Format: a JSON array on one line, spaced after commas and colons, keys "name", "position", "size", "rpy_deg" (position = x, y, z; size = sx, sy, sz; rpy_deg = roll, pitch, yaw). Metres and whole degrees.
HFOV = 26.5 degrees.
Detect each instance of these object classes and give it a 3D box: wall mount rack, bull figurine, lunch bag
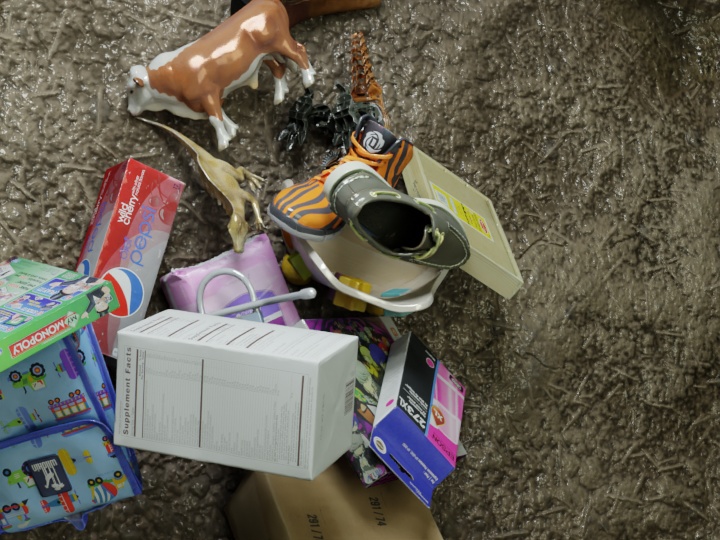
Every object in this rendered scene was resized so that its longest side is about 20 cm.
[{"name": "wall mount rack", "position": [-0.099, 0.093, 1.496], "size": [0.075, 0.173, 0.201], "rpy_deg": [-26, 101, -73]}, {"name": "bull figurine", "position": [-0.147, -0.203, 1.602], "size": [0.199, 0.065, 0.122], "rpy_deg": [-36, 103, -7]}, {"name": "lunch bag", "position": [-0.302, 0.153, 1.444], "size": [0.150, 0.094, 0.201], "rpy_deg": [-19, 103, 6]}]

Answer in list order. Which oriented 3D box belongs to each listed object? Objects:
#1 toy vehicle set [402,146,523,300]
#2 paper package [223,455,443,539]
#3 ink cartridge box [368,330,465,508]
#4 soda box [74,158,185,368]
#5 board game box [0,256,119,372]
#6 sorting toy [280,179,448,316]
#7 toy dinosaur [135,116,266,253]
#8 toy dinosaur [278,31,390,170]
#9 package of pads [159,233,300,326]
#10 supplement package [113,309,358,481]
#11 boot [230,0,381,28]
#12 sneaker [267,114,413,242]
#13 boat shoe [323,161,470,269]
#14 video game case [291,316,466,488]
[{"name": "toy vehicle set", "position": [0.110, -0.056, 1.709], "size": [0.124, 0.200, 0.027], "rpy_deg": [33, 111, -22]}, {"name": "paper package", "position": [-0.018, 0.288, 1.561], "size": [0.189, 0.104, 0.201], "rpy_deg": [1, 45, -30]}, {"name": "ink cartridge box", "position": [0.061, 0.150, 1.580], "size": [0.095, 0.037, 0.200], "rpy_deg": [47, 26, -16]}, {"name": "soda box", "position": [-0.245, -0.007, 1.543], "size": [0.070, 0.063, 0.201], "rpy_deg": [24, 70, -27]}, {"name": "board game box", "position": [-0.328, 0.038, 1.407], "size": [0.134, 0.199, 0.029], "rpy_deg": [-31, 115, -30]}, {"name": "sorting toy", "position": [0.000, 0.000, 1.602], "size": [0.199, 0.180, 0.107], "rpy_deg": [21, 99, -12]}, {"name": "toy dinosaur", "position": [-0.148, -0.097, 1.593], "size": [0.200, 0.058, 0.101], "rpy_deg": [53, 9, 28]}, {"name": "toy dinosaur", "position": [-0.013, -0.158, 1.707], "size": [0.135, 0.102, 0.201], "rpy_deg": [7, 64, -54]}, {"name": "package of pads", "position": [-0.121, 0.075, 1.600], "size": [0.120, 0.076, 0.201], "rpy_deg": [-23, 94, -28]}, {"name": "supplement package", "position": [-0.115, 0.110, 1.410], "size": [0.109, 0.199, 0.115], "rpy_deg": [-27, 123, -68]}, {"name": "boot", "position": [-0.037, -0.345, 1.664], "size": [0.199, 0.189, 0.068], "rpy_deg": [-20, 48, -30]}, {"name": "sneaker", "position": [-0.017, -0.102, 1.563], "size": [0.077, 0.112, 0.200], "rpy_deg": [36, 29, 17]}, {"name": "boat shoe", "position": [0.046, -0.041, 1.532], "size": [0.201, 0.060, 0.072], "rpy_deg": [28, 110, -42]}, {"name": "video game case", "position": [0.018, 0.133, 1.610], "size": [0.200, 0.036, 0.182], "rpy_deg": [2, 55, -62]}]
